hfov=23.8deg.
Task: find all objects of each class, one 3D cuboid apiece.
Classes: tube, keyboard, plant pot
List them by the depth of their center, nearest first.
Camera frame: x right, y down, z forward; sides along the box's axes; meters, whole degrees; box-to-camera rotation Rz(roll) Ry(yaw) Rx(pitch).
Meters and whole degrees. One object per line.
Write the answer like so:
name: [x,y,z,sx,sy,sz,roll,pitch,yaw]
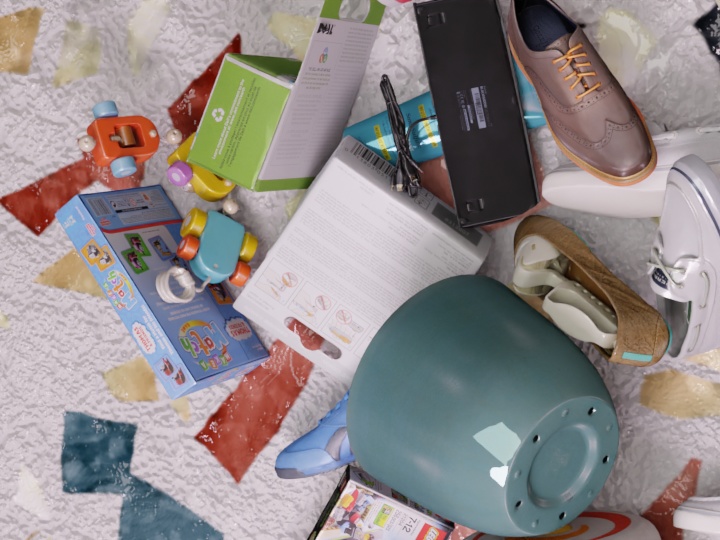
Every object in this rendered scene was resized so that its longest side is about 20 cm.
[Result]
plant pot: [0.114,0.126,1.412,0.161,0.200,0.201,34,109,46]
keyboard: [0.077,-0.135,1.477,0.127,0.021,0.200,-12,90,-6]
tube: [0.084,-0.136,1.513,0.200,0.050,0.078,-20,96,16]

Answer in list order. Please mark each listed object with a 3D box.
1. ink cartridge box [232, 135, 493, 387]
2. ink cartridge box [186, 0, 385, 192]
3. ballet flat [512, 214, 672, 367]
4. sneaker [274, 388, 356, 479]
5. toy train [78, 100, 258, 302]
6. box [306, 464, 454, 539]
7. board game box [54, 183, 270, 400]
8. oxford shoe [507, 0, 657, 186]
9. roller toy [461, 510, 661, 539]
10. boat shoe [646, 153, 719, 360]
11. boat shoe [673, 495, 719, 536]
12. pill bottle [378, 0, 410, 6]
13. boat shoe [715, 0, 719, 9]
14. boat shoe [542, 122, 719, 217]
ink cartridge box: [0.000,0.000,1.544,0.162,0.057,0.200,35,129,-3]
ink cartridge box: [-0.058,-0.176,1.507,0.076,0.148,0.200,25,103,19]
ballet flat: [0.174,0.017,1.433,0.200,0.072,0.068,47,133,38]
sneaker: [0.004,0.128,1.555,0.200,0.066,0.079,-23,94,17]
toy train: [-0.179,-0.061,1.576,0.056,0.150,0.200,-34,75,51]
box: [-0.008,0.287,1.573,0.110,0.035,0.200,25,106,-9]
board game box: [-0.179,0.015,1.573,0.037,0.151,0.200,-37,81,22]
oxford shoe: [0.175,-0.153,1.410,0.071,0.073,0.200,-33,61,0]
roller toy: [0.168,0.276,1.441,0.182,0.200,0.140,-7,93,42]
boat shoe: [0.266,0.000,1.380,0.067,0.200,0.074,-29,39,-12]
boat shoe: [0.361,0.190,1.423,0.200,0.072,0.069,-4,78,26]
pill bottle: [0.089,-0.315,1.449,0.200,0.120,0.120,-21,88,22]
boat shoe: [0.347,-0.183,1.383,0.063,0.074,0.202,-30,80,30]
boat shoe: [0.250,-0.091,1.433,0.200,0.072,0.069,-7,66,30]
